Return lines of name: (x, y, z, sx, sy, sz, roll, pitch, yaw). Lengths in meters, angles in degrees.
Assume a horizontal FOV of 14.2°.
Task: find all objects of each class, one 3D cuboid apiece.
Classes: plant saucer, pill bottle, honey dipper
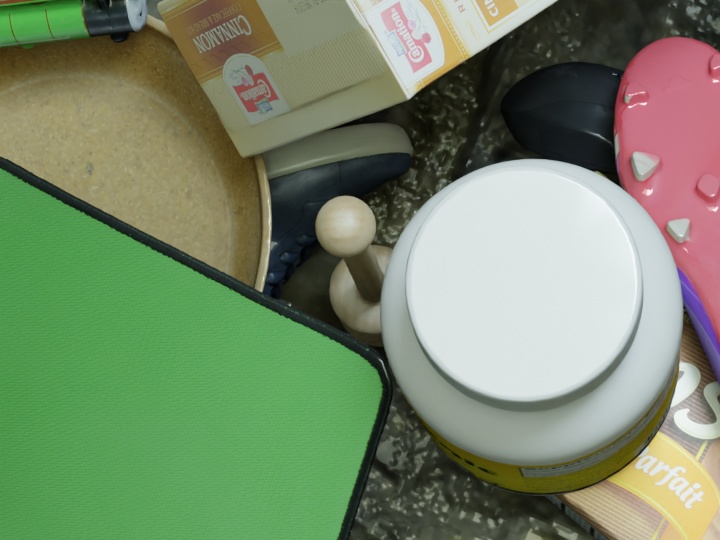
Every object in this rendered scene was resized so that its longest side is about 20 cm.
plant saucer: (-0.125, -0.010, 1.173, 0.199, 0.035, 0.201, -3, 79, 16)
pill bottle: (0.065, 0.020, 1.075, 0.111, 0.200, 0.112, -1, 80, 5)
honey dipper: (0.000, 0.000, 1.139, 0.038, 0.200, 0.038, -1, 82, 5)

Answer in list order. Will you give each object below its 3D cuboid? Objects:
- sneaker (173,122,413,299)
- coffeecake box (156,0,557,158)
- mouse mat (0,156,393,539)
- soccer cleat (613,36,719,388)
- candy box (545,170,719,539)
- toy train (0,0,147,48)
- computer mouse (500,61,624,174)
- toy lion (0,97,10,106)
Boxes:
sneaker: (-0.057, 0.012, 1.208, 0.199, 0.075, 0.085, -28, 79, 10)
coffeecake box: (0.043, -0.131, 1.100, 0.200, 0.153, 0.073, -34, 99, -24)
mouse mat: (-0.088, 0.064, 1.098, 0.199, 0.008, 0.162, 27, 113, 21)
soccer cleat: (0.150, 0.000, 1.148, 0.066, 0.077, 0.201, -20, 62, -4)
candy box: (0.137, 0.068, 1.191, 0.200, 0.055, 0.116, 40, 85, 10)
toy train: (-0.175, -0.109, 1.160, 0.199, 0.042, 0.057, -5, 121, 13)
computer mouse: (0.157, -0.057, 1.207, 0.199, 0.059, 0.034, 10, 112, 4)
toy lion: (-0.198, -0.103, 1.223, 0.199, 0.069, 0.193, 11, 105, -3)
